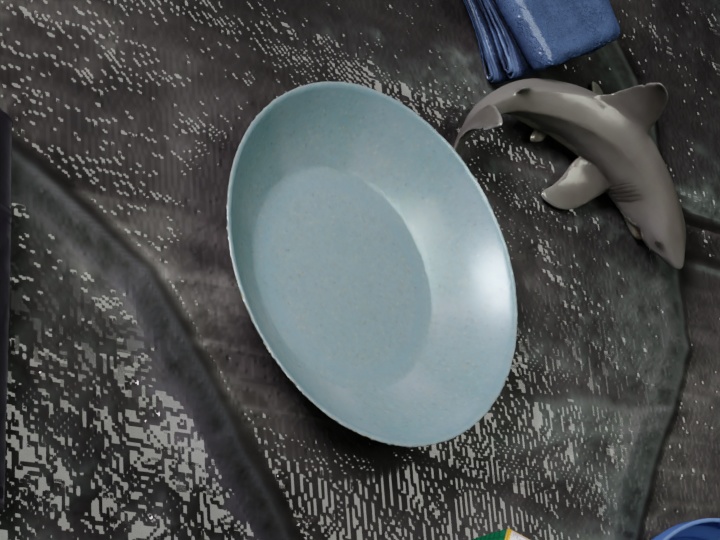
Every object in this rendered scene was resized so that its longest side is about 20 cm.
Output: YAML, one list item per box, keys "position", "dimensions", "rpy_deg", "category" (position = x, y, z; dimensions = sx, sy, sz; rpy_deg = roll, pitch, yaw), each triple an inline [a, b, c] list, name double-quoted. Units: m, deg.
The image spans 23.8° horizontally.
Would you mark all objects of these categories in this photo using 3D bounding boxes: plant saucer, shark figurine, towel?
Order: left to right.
- position: [0.000, 0.000, 0.907]
  dimensions: [0.201, 0.039, 0.202]
  rpy_deg: [20, 59, -36]
  category: "plant saucer"
- position: [0.087, -0.219, 1.079]
  dimensions: [0.111, 0.048, 0.201]
  rpy_deg: [-23, 88, -46]
  category: "towel"
- position: [0.139, -0.092, 1.045]
  dimensions: [0.214, 0.089, 0.129]
  rpy_deg: [19, 58, -38]
  category: "shark figurine"

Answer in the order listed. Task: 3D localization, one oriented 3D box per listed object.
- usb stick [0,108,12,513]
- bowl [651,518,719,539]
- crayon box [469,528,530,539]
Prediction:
- position: [-0.177, 0.013, 0.742]
  dimensions: [0.055, 0.033, 0.201]
  rpy_deg: [19, 59, -44]
  category: "usb stick"
- position: [0.207, 0.245, 0.989]
  dimensions: [0.200, 0.039, 0.201]
  rpy_deg: [19, 60, -36]
  category: "bowl"
- position: [0.125, 0.229, 0.867]
  dimensions: [0.200, 0.058, 0.119]
  rpy_deg: [29, 62, -15]
  category: "crayon box"
